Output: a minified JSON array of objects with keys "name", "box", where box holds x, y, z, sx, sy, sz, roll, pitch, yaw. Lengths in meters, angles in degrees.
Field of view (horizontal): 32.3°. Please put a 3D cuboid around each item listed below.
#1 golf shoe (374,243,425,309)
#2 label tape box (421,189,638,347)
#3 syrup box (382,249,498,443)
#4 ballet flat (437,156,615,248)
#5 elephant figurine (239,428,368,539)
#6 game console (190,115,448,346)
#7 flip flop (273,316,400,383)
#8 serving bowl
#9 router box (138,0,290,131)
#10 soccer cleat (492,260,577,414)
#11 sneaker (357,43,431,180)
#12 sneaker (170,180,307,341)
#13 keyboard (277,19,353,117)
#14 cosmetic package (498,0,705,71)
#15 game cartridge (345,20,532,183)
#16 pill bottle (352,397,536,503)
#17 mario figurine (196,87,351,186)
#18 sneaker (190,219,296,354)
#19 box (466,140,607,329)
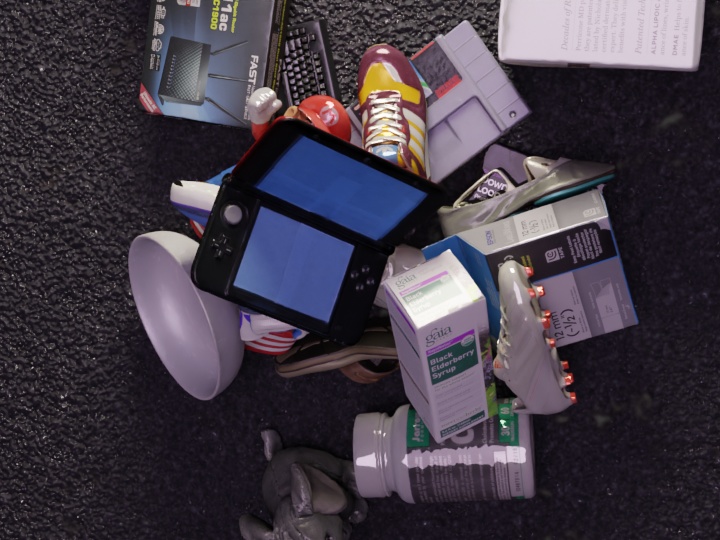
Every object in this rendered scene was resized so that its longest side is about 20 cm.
[{"name":"golf shoe","box":[0.000,0.000,1.391,0.198,0.097,0.079,15,97,15]},{"name":"label tape box","box":[0.181,0.015,1.328,0.198,0.066,0.144,-18,121,8]},{"name":"syrup box","box":[0.086,0.082,1.302,0.078,0.201,0.082,-25,50,-11]},{"name":"ballet flat","box":[0.174,-0.088,1.341,0.199,0.067,0.064,-25,85,12]},{"name":"elephant figurine","box":[-0.062,0.279,1.400,0.153,0.200,0.143,4,99,9]},{"name":"game console","box":[-0.041,-0.032,1.226,0.199,0.118,0.174,23,80,-23]},{"name":"flip flop","box":[-0.002,0.102,1.432,0.198,0.081,0.058,-12,113,13]},{"name":"serving bowl","box":[-0.188,0.043,1.418,0.065,0.200,0.202,-25,94,-29]},{"name":"router box","box":[-0.162,-0.264,1.402,0.148,0.062,0.202,10,99,13]},{"name":"soccer cleat","box":[0.168,0.078,1.295,0.077,0.070,0.201,-15,125,14]},{"name":"sneaker","box":[0.035,-0.142,1.321,0.074,0.090,0.202,-11,93,15]},{"name":"sneaker","box":[-0.123,0.001,1.311,0.198,0.081,0.148,18,99,-16]},{"name":"keyboard","box":[-0.034,-0.185,1.421,0.126,0.021,0.202,-11,97,11]},{"name":"cosmetic package","box":[0.249,-0.292,1.282,0.198,0.165,0.167,4,99,10]},{"name":"game cartridge","box":[0.073,-0.166,1.372,0.199,0.038,0.130,-37,90,14]},{"name":"pill bottle","box":[0.096,0.205,1.406,0.198,0.113,0.114,-5,97,9]},{"name":"mario figurine","box":[-0.095,-0.113,1.345,0.200,0.123,0.107,-38,47,18]},{"name":"sneaker","box":[-0.144,0.019,1.441,0.200,0.078,0.116,47,126,23]},{"name":"box","box":[0.176,-0.030,1.399,0.142,0.036,0.202,20,100,6]}]
